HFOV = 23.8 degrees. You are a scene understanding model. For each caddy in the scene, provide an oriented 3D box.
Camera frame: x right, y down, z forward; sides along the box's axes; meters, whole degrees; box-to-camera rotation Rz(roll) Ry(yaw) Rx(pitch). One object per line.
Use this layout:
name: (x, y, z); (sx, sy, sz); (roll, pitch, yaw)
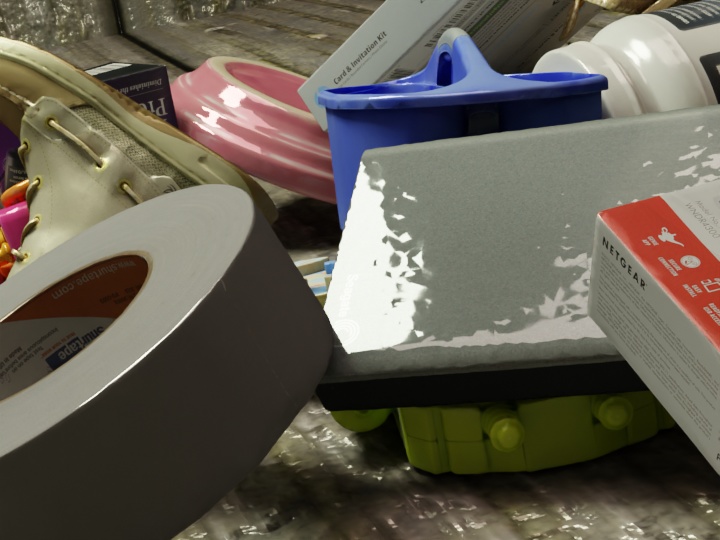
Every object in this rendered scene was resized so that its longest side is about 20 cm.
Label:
caddy: (0.052, -0.074, 0.891); (0.141, 0.105, 0.200); (-4, 8, -6)

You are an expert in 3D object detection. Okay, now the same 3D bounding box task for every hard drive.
hard drive: (0.086, -0.006, 0.725); (0.200, 0.033, 0.140); (-6, 46, 21)

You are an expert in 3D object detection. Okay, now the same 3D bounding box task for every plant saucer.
plant saucer: (-0.046, -0.104, 1.230); (0.200, 0.051, 0.201); (20, 16, -6)

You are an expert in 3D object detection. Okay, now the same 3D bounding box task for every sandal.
sandal: (0.192, -0.196, 1.146); (0.212, 0.070, 0.078); (-24, -2, 29)

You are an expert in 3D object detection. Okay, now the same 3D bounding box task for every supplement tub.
supplement tub: (0.212, -0.088, 0.991); (0.200, 0.140, 0.140); (-14, 15, -17)

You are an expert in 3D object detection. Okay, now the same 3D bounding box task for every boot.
boot: (-0.163, -0.021, 0.875); (0.200, 0.155, 0.072); (30, -12, 14)

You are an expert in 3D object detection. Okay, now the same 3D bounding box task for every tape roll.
tape roll: (-0.112, 0.049, 0.704); (0.200, 0.066, 0.200); (-27, 22, 12)

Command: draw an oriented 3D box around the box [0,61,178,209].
box: (-0.217, -0.049, 1.137); (0.200, 0.141, 0.079); (-20, 20, -34)

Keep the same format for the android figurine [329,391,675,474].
android figurine: (0.073, 0.045, 0.787); (0.182, 0.041, 0.200); (-10, 13, -2)

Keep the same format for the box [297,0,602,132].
box: (0.070, -0.157, 1.178); (0.156, 0.041, 0.200); (-42, -19, 28)

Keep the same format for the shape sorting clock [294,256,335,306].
shape sorting clock: (0.000, 0.000, 0.929); (0.200, 0.039, 0.200); (-10, 1, 0)

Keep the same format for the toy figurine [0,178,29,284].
toy figurine: (-0.244, 0.012, 0.995); (0.184, 0.150, 0.200); (-23, -3, -13)

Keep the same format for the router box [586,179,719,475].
router box: (0.202, 0.032, 0.574); (0.179, 0.049, 0.200); (-15, 40, -18)
